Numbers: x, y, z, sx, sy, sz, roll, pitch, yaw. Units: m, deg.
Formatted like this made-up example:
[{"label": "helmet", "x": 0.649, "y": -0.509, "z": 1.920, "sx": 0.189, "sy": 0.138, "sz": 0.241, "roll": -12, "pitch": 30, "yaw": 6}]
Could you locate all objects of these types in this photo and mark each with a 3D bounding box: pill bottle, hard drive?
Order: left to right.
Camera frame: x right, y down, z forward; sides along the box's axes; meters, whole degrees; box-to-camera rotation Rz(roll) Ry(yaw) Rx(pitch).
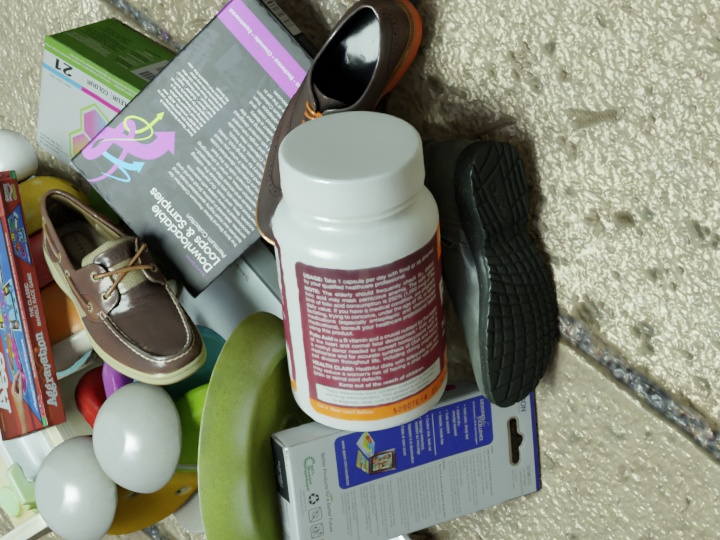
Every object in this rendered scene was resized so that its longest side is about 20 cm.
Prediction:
[{"label": "hard drive", "x": -0.099, "y": 0.060, "z": 1.530, "sx": 0.132, "sy": 0.027, "sz": 0.200, "roll": 48, "pitch": 142, "yaw": 18}, {"label": "pill bottle", "x": 0.000, "y": 0.000, "z": 1.299, "sx": 0.114, "sy": 0.114, "sz": 0.201, "roll": 22, "pitch": 132, "yaw": 34}]

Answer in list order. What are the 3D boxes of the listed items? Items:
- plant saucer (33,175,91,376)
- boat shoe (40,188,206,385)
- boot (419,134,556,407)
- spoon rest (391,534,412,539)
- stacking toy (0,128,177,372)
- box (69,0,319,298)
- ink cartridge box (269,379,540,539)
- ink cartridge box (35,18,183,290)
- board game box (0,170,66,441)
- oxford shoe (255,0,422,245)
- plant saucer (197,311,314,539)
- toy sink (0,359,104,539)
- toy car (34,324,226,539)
[{"label": "plant saucer", "x": -0.289, "y": -0.005, "z": 1.692, "sx": 0.201, "sy": 0.039, "sz": 0.202, "roll": 19, "pitch": 121, "yaw": 36}, {"label": "boat shoe", "x": -0.185, "y": 0.007, "z": 1.419, "sx": 0.200, "sy": 0.072, "sz": 0.072, "roll": 48, "pitch": 158, "yaw": 38}, {"label": "boot", "x": 0.069, "y": -0.009, "z": 1.359, "sx": 0.130, "sy": 0.068, "sz": 0.201, "roll": 12, "pitch": 116, "yaw": 52}, {"label": "spoon rest", "x": -0.018, "y": 0.197, "z": 1.477, "sx": 0.200, "sy": 0.099, "sz": 0.061, "roll": 58, "pitch": 148, "yaw": 35}, {"label": "stacking toy", "x": -0.254, "y": -0.026, "z": 1.547, "sx": 0.146, "sy": 0.146, "sz": 0.200, "roll": -25, "pitch": 95, "yaw": 45}, {"label": "box", "x": -0.102, "y": -0.096, "z": 1.411, "sx": 0.200, "sy": 0.036, "sz": 0.143, "roll": -41, "pitch": 92, "yaw": 19}, {"label": "ink cartridge box", "x": 0.035, "y": 0.140, "z": 1.363, "sx": 0.037, "sy": 0.199, "sz": 0.095, "roll": -146, "pitch": 47, "yaw": -61}, {"label": "ink cartridge box", "x": -0.191, "y": -0.082, "z": 1.541, "sx": 0.148, "sy": 0.076, "sz": 0.201, "roll": 31, "pitch": 125, "yaw": 29}, {"label": "board game box", "x": -0.279, "y": 0.030, "z": 1.496, "sx": 0.103, "sy": 0.019, "sz": 0.201, "roll": -22, "pitch": 79, "yaw": 59}, {"label": "oxford shoe", "x": -0.029, "y": -0.105, "z": 1.329, "sx": 0.071, "sy": 0.073, "sz": 0.201, "roll": 29, "pitch": 104, "yaw": 14}, {"label": "plant saucer", "x": -0.062, "y": 0.131, "z": 1.373, "sx": 0.031, "sy": 0.200, "sz": 0.201, "roll": 2, "pitch": 111, "yaw": 21}, {"label": "toy sink", "x": -0.250, "y": 0.150, "z": 1.610, "sx": 0.130, "sy": 0.200, "sz": 0.112, "roll": -35, "pitch": 84, "yaw": 46}, {"label": "toy car", "x": -0.157, "y": 0.119, "z": 1.476, "sx": 0.200, "sy": 0.175, "sz": 0.150, "roll": -41, "pitch": 59, "yaw": 38}]
